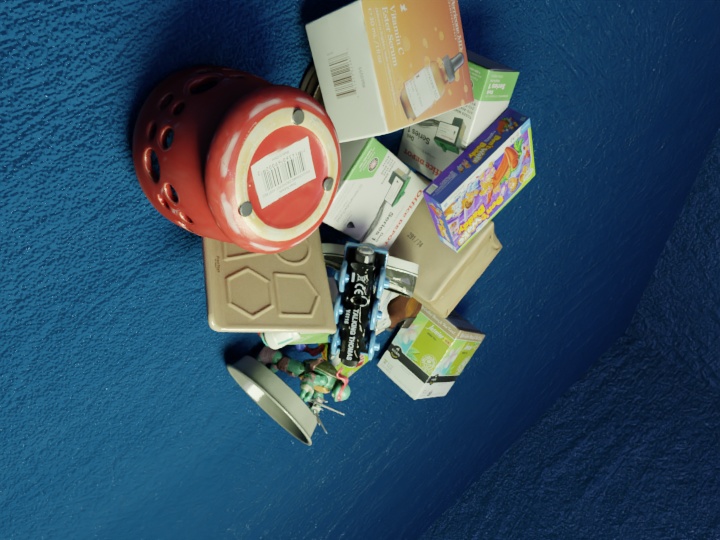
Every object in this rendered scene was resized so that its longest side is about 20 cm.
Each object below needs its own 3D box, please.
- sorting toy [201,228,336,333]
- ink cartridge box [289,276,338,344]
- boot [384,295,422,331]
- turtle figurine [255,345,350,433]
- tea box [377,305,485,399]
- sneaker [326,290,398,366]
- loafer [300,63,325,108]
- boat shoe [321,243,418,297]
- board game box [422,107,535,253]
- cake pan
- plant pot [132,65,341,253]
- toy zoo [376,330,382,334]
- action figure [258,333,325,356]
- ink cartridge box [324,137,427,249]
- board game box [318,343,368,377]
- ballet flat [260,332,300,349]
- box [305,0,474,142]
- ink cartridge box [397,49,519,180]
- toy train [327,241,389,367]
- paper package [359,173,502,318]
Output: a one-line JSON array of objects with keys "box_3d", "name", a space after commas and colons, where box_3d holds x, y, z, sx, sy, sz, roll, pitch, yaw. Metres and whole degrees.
[{"box_3d": [-0.130, 0.001, 0.762, 0.197, 0.189, 0.036, 8, 149, -36], "name": "sorting toy"}, {"box_3d": [-0.113, 0.065, 0.907, 0.059, 0.106, 0.198, -28, 160, 33], "name": "ink cartridge box"}, {"box_3d": [0.106, 0.028, 1.131, 0.187, 0.068, 0.202, 13, 110, -53], "name": "boot"}, {"box_3d": [-0.089, 0.204, 0.973, 0.101, 0.197, 0.151, -52, 154, -25], "name": "turtle figurine"}, {"box_3d": [0.178, 0.194, 1.330, 0.199, 0.133, 0.199, -59, 151, 10], "name": "tea box"}, {"box_3d": [0.009, 0.100, 1.009, 0.086, 0.075, 0.202, 30, 94, -17], "name": "sneaker"}, {"box_3d": [-0.054, -0.204, 0.770, 0.072, 0.071, 0.203, 2, 118, -49], "name": "loafer"}, {"box_3d": [0.000, 0.000, 0.921, 0.071, 0.196, 0.065, 82, 21, -82], "name": "boat shoe"}, {"box_3d": [0.199, -0.144, 0.884, 0.200, 0.045, 0.135, -44, 143, -8], "name": "board game box"}, {"box_3d": [-0.149, 0.221, 0.938, 0.037, 0.198, 0.202, -46, 146, -22], "name": "cake pan"}, {"box_3d": [-0.133, -0.122, 0.627, 0.198, 0.181, 0.204, -25, 127, -38], "name": "plant pot"}, {"box_3d": [0.067, 0.045, 1.179, 0.130, 0.020, 0.203, -29, 140, -30], "name": "toy zoo"}, {"box_3d": [-0.134, 0.103, 0.961, 0.051, 0.066, 0.199, -39, 146, 14], "name": "action figure"}, {"box_3d": [0.008, -0.130, 0.884, 0.147, 0.084, 0.199, -56, 145, 8], "name": "ink cartridge box"}, {"box_3d": [-0.035, 0.141, 1.124, 0.101, 0.047, 0.202, -36, 143, -21], "name": "board game box"}, {"box_3d": [-0.101, 0.029, 0.830, 0.068, 0.203, 0.070, 3, 140, 3], "name": "ballet flat"}, {"box_3d": [0.046, -0.275, 0.726, 0.199, 0.105, 0.155, -30, 113, -39], "name": "box"}, {"box_3d": [0.155, -0.253, 0.902, 0.083, 0.146, 0.203, -15, 131, -38], "name": "ink cartridge box"}, {"box_3d": [-0.002, 0.049, 0.847, 0.115, 0.085, 0.204, -76, 174, -67], "name": "toy train"}, {"box_3d": [0.129, -0.048, 1.011, 0.192, 0.199, 0.103, -50, 147, -1], "name": "paper package"}]
